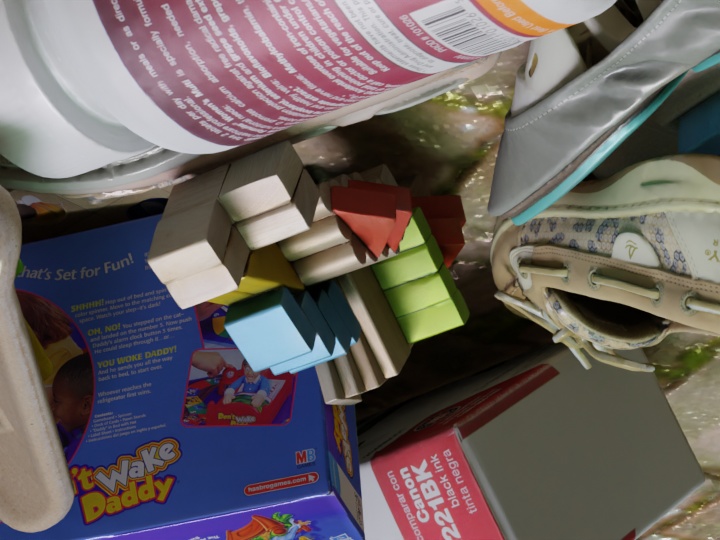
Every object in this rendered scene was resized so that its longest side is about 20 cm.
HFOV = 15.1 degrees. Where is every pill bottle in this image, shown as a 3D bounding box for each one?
[{"bbox_3d":[-0.026,-0.098,0.809,0.200,0.110,0.110,-18,146,30],"label":"pill bottle"}]

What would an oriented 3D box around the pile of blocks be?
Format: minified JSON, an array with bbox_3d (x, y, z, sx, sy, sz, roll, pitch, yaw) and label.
[{"bbox_3d":[0.000,0.000,0.954,0.062,0.082,0.200,-20,172,22],"label":"pile of blocks"}]

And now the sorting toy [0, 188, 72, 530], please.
[{"bbox_3d":[-0.164,-0.019,0.921,0.036,0.185,0.200,-39,158,-22],"label":"sorting toy"}]

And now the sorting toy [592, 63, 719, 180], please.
[{"bbox_3d":[0.205,-0.056,0.954,0.185,0.037,0.200,17,147,-26],"label":"sorting toy"}]

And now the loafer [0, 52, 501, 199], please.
[{"bbox_3d":[-0.047,-0.060,0.926,0.199,0.072,0.063,-14,155,20],"label":"loafer"}]

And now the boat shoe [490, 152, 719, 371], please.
[{"bbox_3d":[0.096,0.004,0.995,0.073,0.063,0.200,13,168,-14],"label":"boat shoe"}]

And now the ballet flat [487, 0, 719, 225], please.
[{"bbox_3d":[0.095,-0.084,0.893,0.064,0.067,0.200,49,136,-5],"label":"ballet flat"}]

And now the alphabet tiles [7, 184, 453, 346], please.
[{"bbox_3d":[-0.067,0.004,1.102,0.200,0.006,0.166,26,143,-37],"label":"alphabet tiles"}]

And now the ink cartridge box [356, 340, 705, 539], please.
[{"bbox_3d":[0.019,0.105,1.133,0.200,0.084,0.144,-25,-178,38],"label":"ink cartridge box"}]

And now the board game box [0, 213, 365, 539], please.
[{"bbox_3d":[-0.103,0.053,1.027,0.199,0.135,0.045,-12,148,12],"label":"board game box"}]
